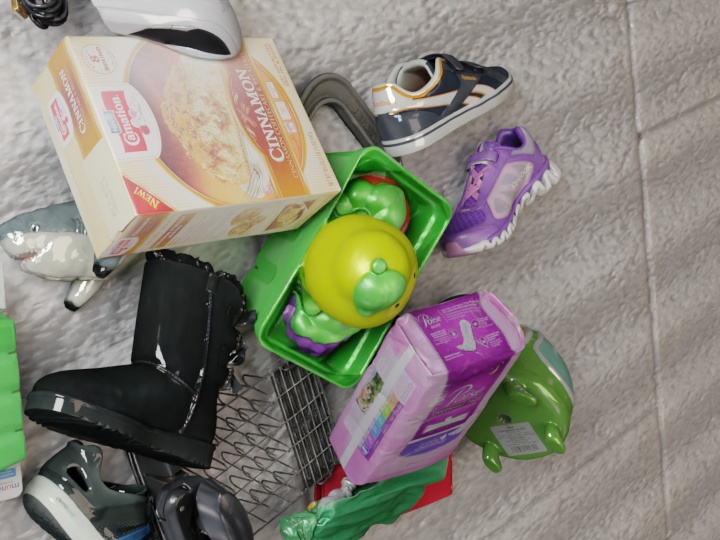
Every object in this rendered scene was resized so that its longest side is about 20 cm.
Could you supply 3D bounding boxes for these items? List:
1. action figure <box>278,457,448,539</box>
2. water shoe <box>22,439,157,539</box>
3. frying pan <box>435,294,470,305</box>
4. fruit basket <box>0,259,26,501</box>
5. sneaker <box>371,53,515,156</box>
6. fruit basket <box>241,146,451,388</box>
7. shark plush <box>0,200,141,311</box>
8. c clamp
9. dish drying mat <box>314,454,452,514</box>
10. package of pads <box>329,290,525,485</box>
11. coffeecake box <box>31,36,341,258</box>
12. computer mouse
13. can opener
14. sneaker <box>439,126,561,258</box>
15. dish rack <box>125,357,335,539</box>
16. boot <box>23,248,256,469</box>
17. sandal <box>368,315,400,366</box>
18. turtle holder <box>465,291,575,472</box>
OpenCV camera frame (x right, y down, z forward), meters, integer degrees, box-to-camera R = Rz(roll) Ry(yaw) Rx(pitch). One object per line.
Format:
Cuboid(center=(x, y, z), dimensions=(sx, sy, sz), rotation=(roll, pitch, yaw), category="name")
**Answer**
Cuboid(center=(-0.006, 0.231, 1.069), dimensions=(0.200, 0.055, 0.118), rotation=(-8, 134, -51), category="action figure")
Cuboid(center=(-0.194, 0.222, 0.912), dimensions=(0.079, 0.071, 0.200), rotation=(-54, 130, -27), category="water shoe")
Cuboid(center=(0.097, 0.094, 1.124), dimensions=(0.115, 0.031, 0.190), rotation=(-32, 139, -16), category="frying pan")
Cuboid(center=(-0.340, 0.092, 0.751), dimensions=(0.199, 0.094, 0.186), rotation=(-8, 103, -28), category="fruit basket")
Cuboid(center=(0.088, -0.189, 1.119), dimensions=(0.200, 0.078, 0.080), rotation=(-35, 112, -42), category="sneaker")
Cuboid(center=(0.000, 0.000, 0.957), dimensions=(0.155, 0.215, 0.216), rotation=(32, 74, -41), category="fruit basket")
Cuboid(center=(-0.192, -0.057, 0.875), dimensions=(0.083, 0.091, 0.200), rotation=(48, 65, -4), category="shark plush")
Cuboid(center=(-0.019, -0.084, 1.065), dimensions=(0.171, 0.027, 0.200), rotation=(-54, 130, -24), category="c clamp")
Cuboid(center=(0.028, 0.231, 1.172), dimensions=(0.199, 0.018, 0.077), rotation=(-8, 101, -43), category="dish drying mat")
Cuboid(center=(0.060, 0.113, 1.005), dimensions=(0.120, 0.076, 0.200), rotation=(-15, 147, -35), category="package of pads")
Cuboid(center=(-0.136, -0.104, 0.866), dimensions=(0.199, 0.073, 0.154), rotation=(-11, 72, -43), category="coffeecake box")
Cuboid(center=(-0.171, -0.216, 0.828), dimensions=(0.199, 0.044, 0.110), rotation=(7, 54, -36), category="computer mouse")
Cuboid(center=(-0.126, 0.254, 0.926), dimensions=(0.063, 0.079, 0.201), rotation=(-29, 127, -29), category="can opener")
Cuboid(center=(0.142, -0.091, 1.195), dimensions=(0.200, 0.080, 0.089), rotation=(-46, 119, -36), category="sneaker")
Cuboid(center=(-0.107, 0.170, 1.004), dimensions=(0.200, 0.054, 0.154), rotation=(-34, 121, -38), category="dish rack")
Cuboid(center=(-0.169, 0.061, 0.865), dimensions=(0.198, 0.073, 0.163), rotation=(31, 62, -49), category="boot")
Cuboid(center=(0.031, 0.108, 1.133), dimensions=(0.080, 0.057, 0.201), rotation=(-66, 148, -22), category="sandal")
Cuboid(center=(0.157, 0.122, 1.217), dimensions=(0.185, 0.141, 0.132), rotation=(32, 46, -6), category="turtle holder")
